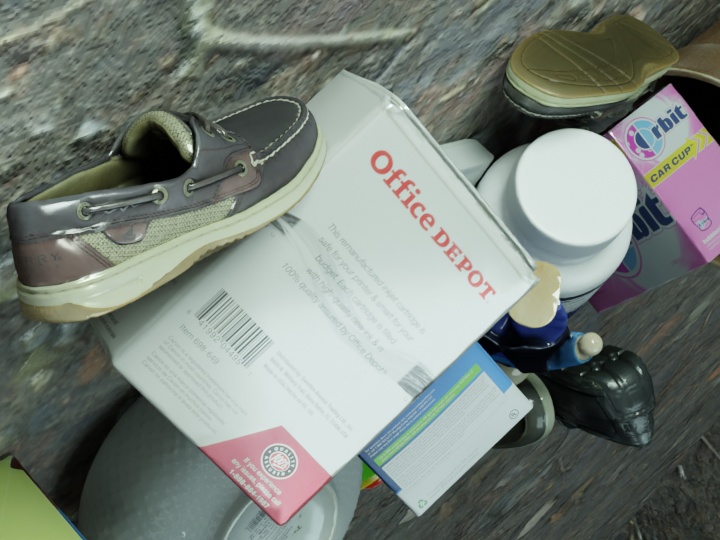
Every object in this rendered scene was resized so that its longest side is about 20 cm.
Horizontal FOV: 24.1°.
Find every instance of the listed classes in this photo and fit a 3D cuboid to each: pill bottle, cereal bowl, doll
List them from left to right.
[{"bbox_3d":[-0.076,0.154,1.093,0.200,0.083,0.200,-22,128,-31],"label":"cereal bowl"},{"bbox_3d":[0.094,0.035,1.125,0.200,0.136,0.048,68,38,-72],"label":"doll"},{"bbox_3d":[0.124,-0.024,1.178,0.111,0.111,0.200,-38,171,-19],"label":"pill bottle"}]

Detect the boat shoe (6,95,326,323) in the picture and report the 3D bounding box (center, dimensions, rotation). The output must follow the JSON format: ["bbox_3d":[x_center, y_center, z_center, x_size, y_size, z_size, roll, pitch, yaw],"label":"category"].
[{"bbox_3d":[-0.087,-0.044,0.794,0.200,0.072,0.065,-37,127,-41],"label":"boat shoe"}]

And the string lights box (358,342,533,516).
[{"bbox_3d":[0.006,0.047,1.024,0.103,0.059,0.200,-43,121,-3],"label":"string lights box"}]

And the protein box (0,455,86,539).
[{"bbox_3d":[-0.253,0.251,0.976,0.199,0.135,0.200,-30,157,-38],"label":"protein box"}]

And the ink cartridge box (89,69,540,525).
[{"bbox_3d":[-0.025,0.012,0.915,0.200,0.085,0.146,-42,118,-2],"label":"ink cartridge box"}]

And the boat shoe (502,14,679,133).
[{"bbox_3d":[0.151,-0.122,1.129,0.200,0.073,0.065,-20,145,-52],"label":"boat shoe"}]

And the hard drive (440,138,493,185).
[{"bbox_3d":[0.000,0.000,1.147,0.132,0.026,0.200,-19,149,-53],"label":"hard drive"}]

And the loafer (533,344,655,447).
[{"bbox_3d":[0.150,0.085,1.259,0.068,0.070,0.201,-24,-162,-20],"label":"loafer"}]

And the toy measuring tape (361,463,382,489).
[{"bbox_3d":[-0.035,0.164,1.400,0.200,0.074,0.074,-32,166,17],"label":"toy measuring tape"}]

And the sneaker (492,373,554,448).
[{"bbox_3d":[0.042,0.110,1.254,0.106,0.200,0.075,-23,108,-43],"label":"sneaker"}]

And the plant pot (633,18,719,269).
[{"bbox_3d":[0.331,-0.130,1.336,0.198,0.200,0.200,-43,164,-27],"label":"plant pot"}]

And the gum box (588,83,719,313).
[{"bbox_3d":[0.199,-0.047,1.248,0.066,0.114,0.200,-38,180,-21],"label":"gum box"}]
